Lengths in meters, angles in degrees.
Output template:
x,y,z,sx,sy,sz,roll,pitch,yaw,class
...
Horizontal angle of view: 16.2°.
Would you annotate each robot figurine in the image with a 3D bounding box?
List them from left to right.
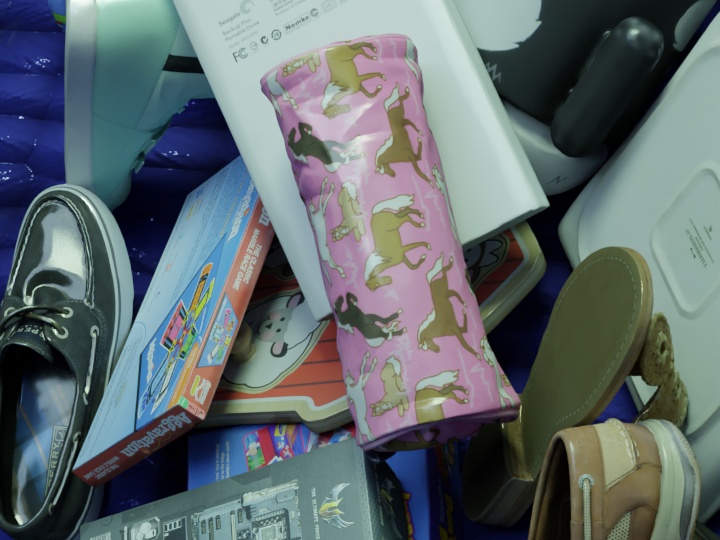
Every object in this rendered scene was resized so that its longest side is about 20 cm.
x,y,z,sx,sy,sz,roll,pitch,yaw,class
0.104,-0.134,1.296,0.125,0.150,0.200,36,110,9,robot figurine

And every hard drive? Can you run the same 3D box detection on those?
x,y,z,sx,sy,sz,roll,pitch,yaw,class
-0.005,-0.093,1.268,0.132,0.027,0.200,-27,81,20,hard drive

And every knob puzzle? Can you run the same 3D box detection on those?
x,y,z,sx,sy,sz,roll,pitch,yaw,class
0.000,0.000,1.322,0.219,0.030,0.220,-17,39,15,knob puzzle

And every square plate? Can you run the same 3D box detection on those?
x,y,z,sx,sy,sz,roll,pitch,yaw,class
0.170,-0.014,1.206,0.198,0.028,0.200,-55,42,37,square plate

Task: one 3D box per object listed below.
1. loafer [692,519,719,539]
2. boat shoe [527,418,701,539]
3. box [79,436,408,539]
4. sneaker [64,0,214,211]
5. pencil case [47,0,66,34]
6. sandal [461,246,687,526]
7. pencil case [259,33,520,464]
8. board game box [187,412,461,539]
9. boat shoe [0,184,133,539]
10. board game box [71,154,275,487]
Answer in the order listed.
x,y,z,sx,sy,sz,roll,pitch,yaw,class
0.165,0.172,1.133,0.073,0.072,0.200,-39,50,2,loafer
0.090,0.158,1.136,0.076,0.072,0.200,-144,66,-66,boat shoe
-0.050,0.191,1.188,0.157,0.051,0.200,-20,53,16,box
-0.103,-0.089,1.392,0.118,0.201,0.074,1,61,-6,sneaker
-0.091,-0.149,1.464,0.200,0.078,0.087,16,87,34,pencil case
0.117,0.059,1.189,0.069,0.212,0.078,10,55,-17,sandal
0.013,-0.014,1.199,0.086,0.083,0.200,-25,79,54,pencil case
-0.018,0.164,1.251,0.134,0.045,0.200,-14,55,19,board game box
-0.169,0.049,1.350,0.070,0.066,0.200,3,81,18,boat shoe
-0.087,0.015,1.338,0.103,0.019,0.200,-34,28,46,board game box
